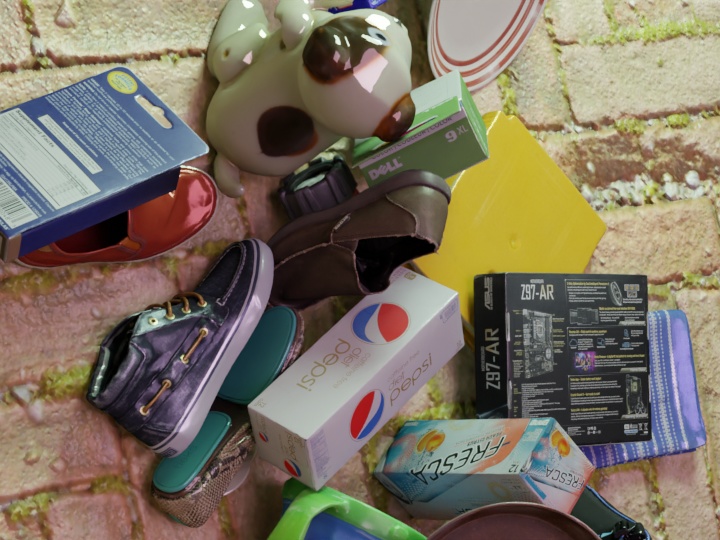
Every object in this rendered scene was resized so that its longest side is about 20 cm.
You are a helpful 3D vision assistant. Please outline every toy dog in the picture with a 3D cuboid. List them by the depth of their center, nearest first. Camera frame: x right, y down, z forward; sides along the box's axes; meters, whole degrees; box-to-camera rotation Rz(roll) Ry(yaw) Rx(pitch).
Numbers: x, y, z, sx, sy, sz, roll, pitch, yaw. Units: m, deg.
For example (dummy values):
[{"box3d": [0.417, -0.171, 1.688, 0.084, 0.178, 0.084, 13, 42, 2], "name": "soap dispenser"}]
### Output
[{"box3d": [-0.039, -0.155, 1.635, 0.140, 0.199, 0.194, 51, 57, -22], "name": "toy dog"}]

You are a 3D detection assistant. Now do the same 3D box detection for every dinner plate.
[{"box3d": [0.118, -0.259, 1.833, 0.200, 0.024, 0.201, -36, 142, -35], "name": "dinner plate"}]

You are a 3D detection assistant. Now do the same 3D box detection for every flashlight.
[{"box3d": [0.000, 0.000, 1.739, 0.201, 0.067, 0.068, 63, 20, -19], "name": "flashlight"}]

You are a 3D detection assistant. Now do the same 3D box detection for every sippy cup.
[{"box3d": [-0.024, 0.258, 1.653, 0.177, 0.139, 0.131, 30, 78, -22], "name": "sippy cup"}]

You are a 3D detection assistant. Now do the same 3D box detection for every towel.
[{"box3d": [0.260, 0.117, 1.957, 0.199, 0.024, 0.146, -6, 88, -39], "name": "towel"}]

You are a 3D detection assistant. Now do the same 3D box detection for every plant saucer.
[{"box3d": [0.118, 0.279, 1.633, 0.198, 0.035, 0.202, -2, 104, -7], "name": "plant saucer"}]

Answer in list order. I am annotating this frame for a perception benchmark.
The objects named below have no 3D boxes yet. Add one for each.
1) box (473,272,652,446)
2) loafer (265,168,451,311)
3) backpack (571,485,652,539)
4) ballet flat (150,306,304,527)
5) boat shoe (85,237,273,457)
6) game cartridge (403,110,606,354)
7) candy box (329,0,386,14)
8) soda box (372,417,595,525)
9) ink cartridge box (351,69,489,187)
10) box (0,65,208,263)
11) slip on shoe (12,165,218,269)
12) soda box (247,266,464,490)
[{"box3d": [0.190, 0.083, 1.854, 0.199, 0.043, 0.162, 0, 87, -42], "name": "box"}, {"box3d": [-0.011, -0.012, 1.641, 0.073, 0.199, 0.071, 30, 42, -37], "name": "loafer"}, {"box3d": [0.157, 0.290, 1.760, 0.200, 0.182, 0.135, -41, 127, -11], "name": "backpack"}, {"box3d": [-0.101, 0.125, 1.651, 0.201, 0.067, 0.075, -57, 140, -22], "name": "ballet flat"}, {"box3d": [-0.143, 0.043, 1.613, 0.091, 0.071, 0.201, 37, 63, -28], "name": "boat shoe"}, {"box3d": [0.134, -0.025, 1.871, 0.176, 0.032, 0.201, 47, 56, -24], "name": "game cartridge"}, {"box3d": [0.019, -0.340, 1.782, 0.200, 0.077, 0.170, -37, 109, -36], "name": "candy box"}, {"box3d": [0.103, 0.171, 1.711, 0.068, 0.199, 0.064, 49, 59, -23], "name": "soda box"}, {"box3d": [0.051, -0.107, 1.695, 0.103, 0.200, 0.060, -26, 103, 8], "name": "ink cartridge box"}, {"box3d": [-0.226, -0.086, 1.541, 0.199, 0.033, 0.121, -27, 59, -36], "name": "box"}, {"box3d": [-0.190, -0.043, 1.592, 0.199, 0.061, 0.075, -13, 91, -40], "name": "slip on shoe"}, {"box3d": [-0.001, 0.085, 1.649, 0.200, 0.068, 0.064, -42, 141, -31], "name": "soda box"}]
